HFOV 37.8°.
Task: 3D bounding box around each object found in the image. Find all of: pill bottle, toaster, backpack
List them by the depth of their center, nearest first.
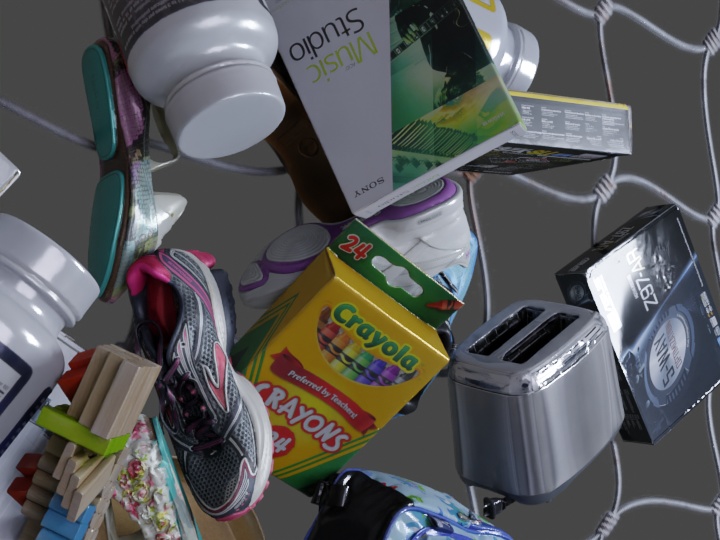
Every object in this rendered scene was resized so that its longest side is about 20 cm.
[{"bbox_3d":[-0.252,0.066,0.637,0.111,0.111,0.200,44,67,-23],"label":"pill bottle"},{"bbox_3d":[-0.125,-0.187,0.760,0.110,0.111,0.201,-11,68,-33],"label":"pill bottle"},{"bbox_3d":[0.047,0.272,0.849,0.200,0.147,0.184,24,88,-46],"label":"backpack"},{"bbox_3d":[0.056,-0.209,0.916,0.199,0.112,0.113,19,77,-30],"label":"pill bottle"},{"bbox_3d":[0.150,0.113,0.936,0.200,0.113,0.130,-31,119,-40],"label":"toaster"}]

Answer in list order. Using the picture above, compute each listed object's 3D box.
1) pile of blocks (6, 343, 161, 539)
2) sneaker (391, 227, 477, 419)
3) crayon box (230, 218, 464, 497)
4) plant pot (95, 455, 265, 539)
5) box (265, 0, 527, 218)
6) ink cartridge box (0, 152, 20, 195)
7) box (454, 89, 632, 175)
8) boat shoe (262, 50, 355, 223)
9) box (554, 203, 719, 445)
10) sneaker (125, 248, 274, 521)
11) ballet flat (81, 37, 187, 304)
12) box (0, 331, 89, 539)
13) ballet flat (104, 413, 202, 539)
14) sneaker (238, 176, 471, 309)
[{"bbox_3d":[-0.188,0.128,0.653,0.062,0.082,0.201,24,110,4],"label":"pile of blocks"},{"bbox_3d":[0.062,0.048,0.918,0.078,0.090,0.201,36,68,-26],"label":"sneaker"},{"bbox_3d":[-0.024,0.072,0.820,0.127,0.051,0.200,36,106,-25],"label":"crayon box"},{"bbox_3d":[-0.163,0.240,0.800,0.199,0.027,0.201,2,86,-34],"label":"plant pot"},{"bbox_3d":[0.019,-0.160,0.796,0.201,0.144,0.036,65,16,9],"label":"box"},{"bbox_3d":[-0.305,-0.067,0.623,0.144,0.200,0.084,47,65,-22],"label":"ink cartridge box"},{"bbox_3d":[0.109,-0.119,0.917,0.199,0.159,0.050,1,86,-32],"label":"box"},{"bbox_3d":[-0.041,-0.114,0.875,0.200,0.070,0.070,51,23,-26],"label":"boat shoe"},{"bbox_3d":[0.302,0.054,1.100,0.160,0.043,0.201,-31,104,-31],"label":"box"},{"bbox_3d":[-0.124,0.083,0.757,0.075,0.080,0.201,5,65,-67],"label":"sneaker"},{"bbox_3d":[-0.169,-0.076,0.794,0.071,0.069,0.201,1,83,-36],"label":"ballet flat"},{"bbox_3d":[-0.255,0.134,0.727,0.117,0.060,0.201,38,69,-25],"label":"box"},{"bbox_3d":[-0.145,0.192,0.755,0.064,0.076,0.201,-22,112,-10],"label":"ballet flat"},{"bbox_3d":[0.000,0.000,0.861,0.199,0.075,0.100,-21,124,1],"label":"sneaker"}]
